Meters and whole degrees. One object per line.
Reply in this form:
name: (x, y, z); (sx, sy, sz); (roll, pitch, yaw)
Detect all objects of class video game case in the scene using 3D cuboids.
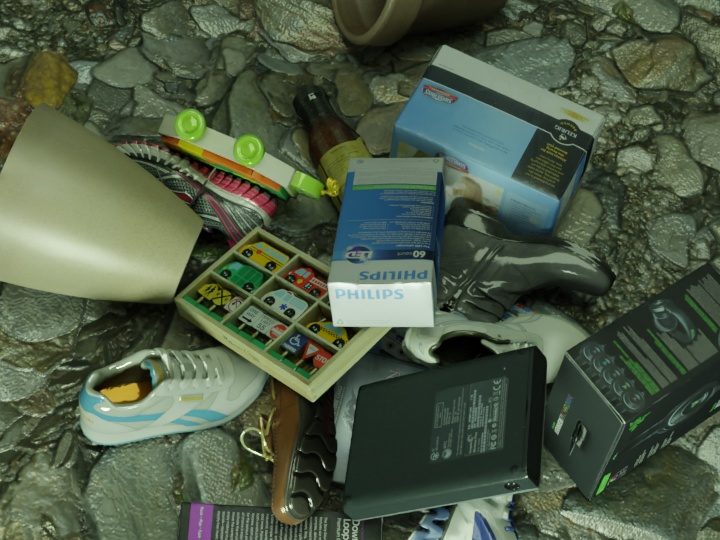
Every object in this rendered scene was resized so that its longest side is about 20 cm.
video game case: (0.061, 0.166, 1.486); (0.198, 0.019, 0.144); (14, 66, 3)

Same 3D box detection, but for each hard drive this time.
hard drive: (0.078, 0.154, 1.394); (0.198, 0.033, 0.141); (-15, 49, 30)

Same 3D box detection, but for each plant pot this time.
plant pot: (0.077, -0.358, 1.743); (0.173, 0.201, 0.202); (2, 56, -26)
plant pot: (-0.269, -0.046, 1.521); (0.198, 0.188, 0.189); (23, 58, -6)

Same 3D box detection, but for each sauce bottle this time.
sauce bottle: (-0.017, -0.120, 1.638); (0.065, 0.066, 0.201); (-18, 63, -16)

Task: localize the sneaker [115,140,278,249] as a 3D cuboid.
sneaker: (-0.190, -0.082, 1.596); (0.198, 0.081, 0.075); (23, 85, 17)

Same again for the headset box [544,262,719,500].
headset box: (0.276, 0.114, 1.455); (0.199, 0.175, 0.093); (-29, 64, -22)

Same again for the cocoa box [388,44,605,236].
cocoa box: (0.142, -0.125, 1.616); (0.199, 0.134, 0.132); (25, 60, 11)

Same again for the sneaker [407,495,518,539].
sneaker: (0.123, 0.240, 1.411); (0.115, 0.081, 0.200); (32, 76, 7)

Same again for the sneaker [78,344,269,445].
sneaker: (-0.181, 0.114, 1.469); (0.198, 0.081, 0.077); (-17, 60, -20)

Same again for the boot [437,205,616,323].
boot: (0.158, 0.024, 1.555); (0.198, 0.070, 0.133); (18, 65, 14)

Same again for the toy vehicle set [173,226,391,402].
toy vehicle set: (-0.077, 0.040, 1.487); (0.199, 0.027, 0.124); (29, 60, 34)

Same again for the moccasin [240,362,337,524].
moccasin: (-0.069, 0.156, 1.447); (0.077, 0.074, 0.203); (-21, 51, 25)

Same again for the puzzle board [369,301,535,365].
puzzle board: (0.108, 0.075, 1.558); (0.199, 0.017, 0.151); (30, 60, 14)

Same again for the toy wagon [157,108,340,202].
toy wagon: (-0.117, -0.114, 1.577); (0.198, 0.155, 0.040); (24, 85, 9)

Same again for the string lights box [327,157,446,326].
string lights box: (0.029, -0.032, 1.478); (0.102, 0.059, 0.201); (0, 41, 8)

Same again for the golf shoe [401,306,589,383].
golf shoe: (0.143, 0.085, 1.473); (0.198, 0.097, 0.079); (3, 101, -10)

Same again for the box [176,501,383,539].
box: (-0.077, 0.296, 1.393); (0.198, 0.036, 0.144); (3, 58, -2)
